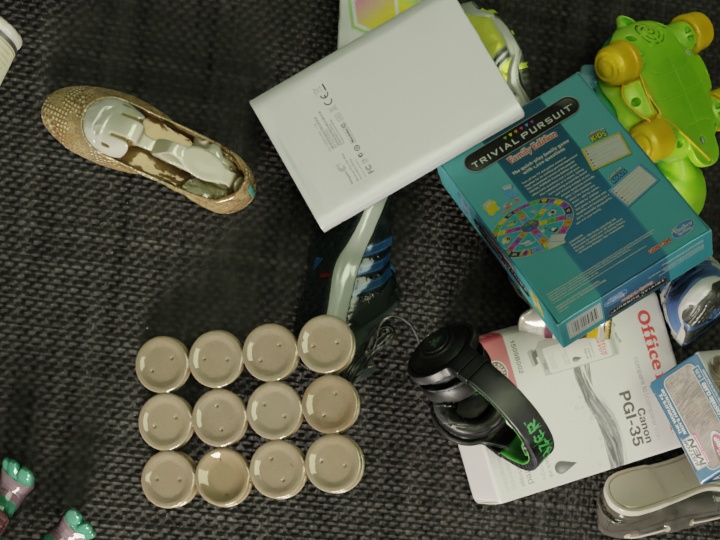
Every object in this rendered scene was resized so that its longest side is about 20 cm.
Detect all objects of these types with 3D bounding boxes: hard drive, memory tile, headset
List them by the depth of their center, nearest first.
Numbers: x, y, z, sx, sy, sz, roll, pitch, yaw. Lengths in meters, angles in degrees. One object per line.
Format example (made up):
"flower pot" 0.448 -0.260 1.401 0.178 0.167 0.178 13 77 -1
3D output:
"headset" 0.072 0.103 1.409 0.094 0.124 0.200 -42 50 -14
"memory tile" -0.096 0.123 1.448 0.200 0.017 0.153 -7 82 14
"hard drive" 0.022 -0.140 1.465 0.200 0.026 0.132 -30 80 1

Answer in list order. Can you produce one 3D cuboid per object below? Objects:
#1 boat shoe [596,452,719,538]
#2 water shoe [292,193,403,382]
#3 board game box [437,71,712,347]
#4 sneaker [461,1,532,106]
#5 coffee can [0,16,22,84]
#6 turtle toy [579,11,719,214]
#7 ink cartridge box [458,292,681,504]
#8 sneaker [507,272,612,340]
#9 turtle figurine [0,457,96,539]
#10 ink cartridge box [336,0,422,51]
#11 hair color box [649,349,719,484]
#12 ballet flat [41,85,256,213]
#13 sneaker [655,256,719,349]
"boat shoe" 0.308 0.203 1.565 0.200 0.057 0.067 -9 51 -17
"water shoe" 0.000 0.000 1.509 0.079 0.071 0.200 23 83 -33
"board game box" 0.180 -0.054 1.444 0.151 0.047 0.200 -31 59 -5
"sneaker" 0.113 -0.146 1.536 0.076 0.075 0.200 -14 86 -14
"coffee can" -0.384 -0.131 1.381 0.146 0.146 0.200 26 79 -10
"turtle toy" 0.271 -0.139 1.557 0.146 0.101 0.200 -24 93 -38
"ink cartridge box" 0.184 0.112 1.523 0.200 0.083 0.147 -16 87 -14
"sneaker" 0.175 -0.021 1.504 0.090 0.075 0.200 1 41 0
"turtle figurine" -0.317 0.260 1.385 0.150 0.101 0.200 49 61 -20
"ink cartridge box" 0.033 -0.225 1.520 0.104 0.059 0.200 3 84 3
"hair color box" 0.349 0.123 1.506 0.200 0.061 0.100 -2 60 -50
"ballet flat" -0.179 -0.111 1.469 0.200 0.065 0.071 21 80 -10
"sneaker" 0.291 0.018 1.510 0.076 0.200 0.077 -41 84 6
